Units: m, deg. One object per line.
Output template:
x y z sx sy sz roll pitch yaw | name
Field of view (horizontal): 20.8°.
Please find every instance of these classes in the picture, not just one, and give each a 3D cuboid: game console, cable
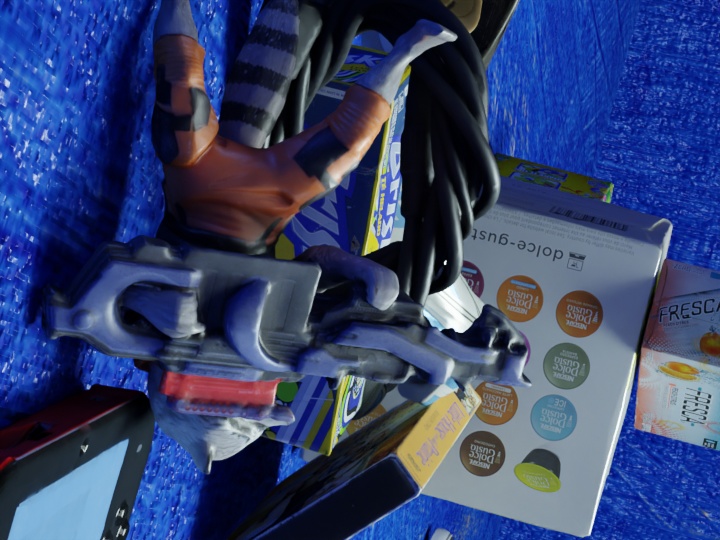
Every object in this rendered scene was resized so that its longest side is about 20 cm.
-0.132 0.138 0.729 0.200 0.031 0.178 -24 128 -77 | game console
-0.005 -0.039 0.865 0.051 0.163 0.201 0 124 -42 | cable

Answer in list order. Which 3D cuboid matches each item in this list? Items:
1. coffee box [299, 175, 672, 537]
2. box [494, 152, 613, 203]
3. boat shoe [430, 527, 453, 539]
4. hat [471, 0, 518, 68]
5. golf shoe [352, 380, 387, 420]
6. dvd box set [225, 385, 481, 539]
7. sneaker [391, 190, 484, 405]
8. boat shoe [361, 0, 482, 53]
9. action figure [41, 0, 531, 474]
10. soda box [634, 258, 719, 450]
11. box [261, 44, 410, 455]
0.091 0.044 1.334 0.200 0.198 0.199 -31 135 -78 | coffee box
0.144 0.016 1.805 0.193 0.121 0.201 -44 148 -71 | box
0.084 0.388 2.159 0.070 0.066 0.201 32 73 -80 | boat shoe
0.063 -0.183 1.203 0.201 0.081 0.202 90 26 -85 | hat
0.000 0.000 1.143 0.097 0.078 0.201 -27 130 -69 | golf shoe
-0.010 0.125 1.132 0.146 0.029 0.200 -33 -179 17 | dvd box set
0.014 -0.003 1.071 0.073 0.072 0.200 -54 132 -25 | sneaker
0.036 -0.192 1.104 0.065 0.072 0.201 -36 -146 42 | boat shoe
-0.026 -0.013 0.776 0.105 0.199 0.195 30 -77 67 | action figure
0.222 0.059 1.294 0.200 0.068 0.064 72 34 -70 | soda box
-0.023 -0.013 0.994 0.064 0.070 0.201 -55 158 -63 | box
